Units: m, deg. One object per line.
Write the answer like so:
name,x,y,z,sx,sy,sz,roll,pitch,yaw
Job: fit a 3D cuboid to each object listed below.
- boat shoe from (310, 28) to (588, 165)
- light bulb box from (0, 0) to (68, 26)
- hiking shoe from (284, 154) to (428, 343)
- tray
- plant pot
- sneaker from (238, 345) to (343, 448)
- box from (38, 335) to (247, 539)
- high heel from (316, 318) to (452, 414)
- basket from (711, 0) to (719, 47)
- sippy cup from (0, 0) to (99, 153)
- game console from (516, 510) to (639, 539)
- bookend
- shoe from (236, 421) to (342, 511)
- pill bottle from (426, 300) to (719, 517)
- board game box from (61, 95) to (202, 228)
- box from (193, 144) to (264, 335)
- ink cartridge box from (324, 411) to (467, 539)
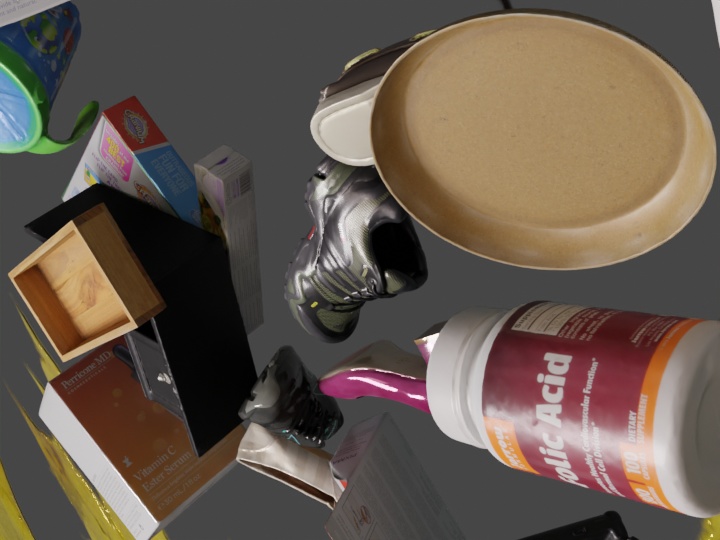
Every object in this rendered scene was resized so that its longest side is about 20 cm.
boat shoe,0.060,-0.117,0.634,0.198,0.060,0.072,-11,134,34
light bulb box,-0.262,-0.298,0.755,0.198,0.123,0.202,-133,21,-64
hiking shoe,0.000,0.000,0.809,0.100,0.075,0.202,39,143,26
tray,-0.245,0.016,0.915,0.199,0.037,0.100,-21,102,56
plant pot,0.102,-0.074,0.599,0.197,0.028,0.201,11,144,8
sneaker,-0.054,0.119,0.947,0.079,0.076,0.200,34,178,8
box,-0.248,0.181,1.199,0.201,0.152,0.106,49,147,5
high heel,0.041,0.104,0.865,0.199,0.067,0.097,-24,96,44
basket,0.223,-0.116,0.335,0.159,0.198,0.202,0,120,45
sippy cup,-0.325,-0.202,0.954,0.137,0.132,0.179,9,143,14
game console,0.176,0.295,0.830,0.202,0.173,0.117,100,152,-47
bookend,-0.208,0.044,1.010,0.198,0.092,0.201,23,136,38
shoe,-0.034,0.213,1.032,0.198,0.054,0.070,30,150,10
pill bottle,0.144,0.080,0.670,0.198,0.114,0.116,5,124,47
board game box,-0.225,-0.062,1.056,0.154,0.040,0.200,53,146,0
box,-0.120,-0.021,0.967,0.038,0.041,0.202,31,141,29
ink cartridge box,0.023,0.236,0.891,0.057,0.200,0.164,-27,99,27
